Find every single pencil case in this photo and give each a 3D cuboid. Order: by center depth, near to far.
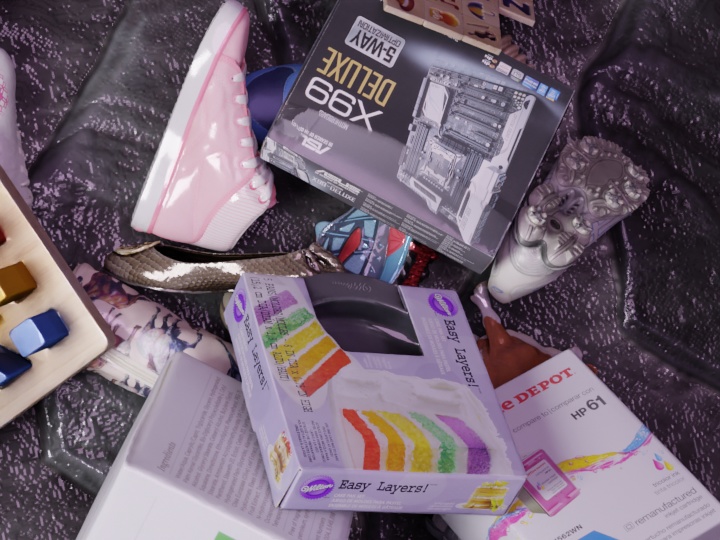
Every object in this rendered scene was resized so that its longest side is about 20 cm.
[{"bbox_3d":[-0.155,0.071,1.715,0.199,0.089,0.078,29,104,-5],"label":"pencil case"}]

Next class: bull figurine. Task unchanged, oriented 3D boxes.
[{"bbox_3d":[0.094,0.088,1.760,0.200,0.065,0.122,-31,77,-27],"label":"bull figurine"}]

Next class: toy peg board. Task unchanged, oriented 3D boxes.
[{"bbox_3d":[-0.326,0.033,1.644,0.200,0.098,0.200,-35,87,18],"label":"toy peg board"}]

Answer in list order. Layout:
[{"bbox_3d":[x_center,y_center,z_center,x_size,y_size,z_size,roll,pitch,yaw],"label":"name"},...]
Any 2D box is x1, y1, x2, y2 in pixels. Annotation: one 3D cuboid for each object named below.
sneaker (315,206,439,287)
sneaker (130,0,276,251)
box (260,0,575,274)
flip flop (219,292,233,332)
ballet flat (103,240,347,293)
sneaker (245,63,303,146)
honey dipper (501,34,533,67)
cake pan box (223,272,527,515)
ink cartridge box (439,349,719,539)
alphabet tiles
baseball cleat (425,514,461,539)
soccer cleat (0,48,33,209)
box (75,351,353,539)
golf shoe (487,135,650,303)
[{"bbox_3d":[0.000,0.000,1.776,0.095,0.079,0.201,27,84,26],"label":"sneaker"},{"bbox_3d":[-0.101,-0.108,1.742,0.104,0.075,0.201,21,105,-4],"label":"sneaker"},{"bbox_3d":[0.044,-0.114,1.716,0.199,0.050,0.158,28,71,-1],"label":"box"},{"bbox_3d":[-0.048,0.058,1.695,0.081,0.200,0.058,22,110,-33],"label":"flip flop"},{"bbox_3d":[-0.106,-0.006,1.724,0.199,0.067,0.047,6,106,17],"label":"ballet flat"},{"bbox_3d":[-0.008,-0.133,1.782,0.199,0.082,0.074,5,80,-7],"label":"sneaker"},{"bbox_3d":[0.078,-0.229,1.840,0.038,0.038,0.200,-34,84,-14],"label":"honey dipper"},{"bbox_3d":[0.008,0.088,1.604,0.183,0.052,0.201,7,42,-25],"label":"cake pan box"},{"bbox_3d":[0.156,0.173,1.651,0.144,0.085,0.200,-26,50,-22],"label":"ink cartridge box"},{"bbox_3d":[0.064,-0.243,1.775,0.166,0.008,0.200,20,35,-14],"label":"alphabet tiles"},{"bbox_3d":[0.138,0.164,1.761,0.199,0.070,0.106,-25,47,-34],"label":"baseball cleat"},{"bbox_3d":[-0.287,-0.071,1.732,0.086,0.070,0.201,15,85,-7],"label":"soccer cleat"},{"bbox_3d":[-0.118,0.208,1.608,0.171,0.200,0.200,27,112,-4],"label":"box"},{"bbox_3d":[0.161,-0.041,1.790,0.078,0.097,0.200,45,40,8],"label":"golf shoe"}]
